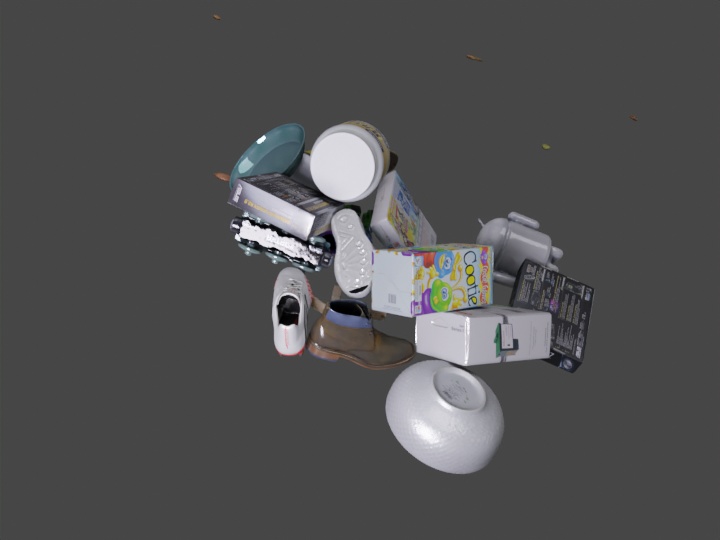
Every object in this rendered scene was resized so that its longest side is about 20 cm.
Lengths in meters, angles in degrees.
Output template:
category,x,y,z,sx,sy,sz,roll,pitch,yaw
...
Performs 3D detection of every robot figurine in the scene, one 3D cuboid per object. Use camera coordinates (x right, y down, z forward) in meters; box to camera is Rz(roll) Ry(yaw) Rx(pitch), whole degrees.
category,x,y,z,sx,sy,sz,roll,pitch,yaw
robot figurine,0.337,-0.043,1.545,0.197,0.113,0.172,22,69,-1

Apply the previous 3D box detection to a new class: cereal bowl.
category,x,y,z,sx,sy,sz,roll,pitch,yaw
cereal bowl,0.144,0.216,1.131,0.197,0.084,0.201,15,36,-11

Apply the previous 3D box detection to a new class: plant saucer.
category,x,y,z,sx,sy,sz,roll,pitch,yaw
plant saucer,-0.188,-0.225,1.491,0.036,0.198,0.201,48,19,-36

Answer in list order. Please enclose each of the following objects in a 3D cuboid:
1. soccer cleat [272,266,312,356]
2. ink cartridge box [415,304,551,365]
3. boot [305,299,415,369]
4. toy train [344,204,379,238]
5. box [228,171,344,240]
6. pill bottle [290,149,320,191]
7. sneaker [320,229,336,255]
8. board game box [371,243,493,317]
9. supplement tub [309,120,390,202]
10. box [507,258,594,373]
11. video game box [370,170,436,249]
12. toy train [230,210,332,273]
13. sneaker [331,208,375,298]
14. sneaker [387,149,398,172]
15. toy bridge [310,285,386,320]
category,x,y,z,sx,sy,sz,roll,pitch,yaw
soccer cleat,-0.116,0.053,1.191,0.067,0.086,0.202,-1,43,-1
ink cartridge box,0.213,0.109,1.244,0.197,0.086,0.145,0,4,-32
boot,0.013,0.107,1.194,0.197,0.098,0.075,6,37,-20
toy train,-0.029,-0.113,1.496,0.197,0.057,0.042,10,36,-16
box,-0.129,-0.122,1.289,0.157,0.049,0.200,26,16,7
pill bottle,-0.063,-0.217,1.567,0.112,0.113,0.199,41,39,26
sneaker,-0.100,-0.083,1.410,0.197,0.081,0.089,18,49,-2
board game box,0.125,0.012,1.213,0.198,0.105,0.104,-6,8,-40
supplement tub,-0.020,-0.213,1.378,0.143,0.146,0.200,22,16,1
box,0.376,0.086,1.415,0.158,0.044,0.201,23,50,3
video game box,0.092,-0.079,1.438,0.183,0.046,0.201,57,24,-26
toy train,-0.145,-0.055,1.324,0.197,0.086,0.114,19,5,-4
sneaker,0.000,0.000,1.299,0.079,0.147,0.202,-17,50,4
sneaker,0.000,-0.281,1.720,0.198,0.071,0.076,-6,42,-34
toy bridge,-0.047,0.056,1.289,0.197,0.027,0.068,17,36,-5
